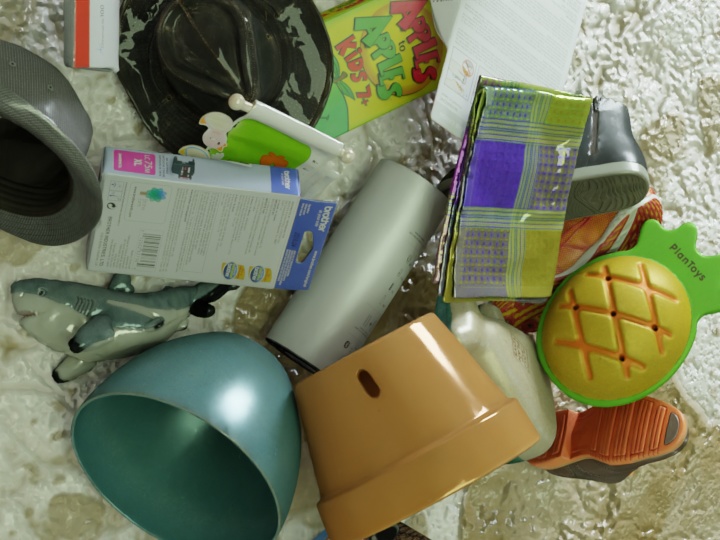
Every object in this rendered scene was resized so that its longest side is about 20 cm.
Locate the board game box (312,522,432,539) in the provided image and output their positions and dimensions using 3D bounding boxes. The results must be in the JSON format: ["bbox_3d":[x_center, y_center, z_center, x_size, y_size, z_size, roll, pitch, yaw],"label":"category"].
[{"bbox_3d":[0.008,0.313,1.682,0.159,0.200,0.097,-40,111,-16],"label":"board game box"}]

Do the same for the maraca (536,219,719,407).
[{"bbox_3d":[0.255,0.039,1.742,0.200,0.107,0.137,-42,73,-4],"label":"maraca"}]

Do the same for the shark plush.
[{"bbox_3d":[-0.196,0.025,1.613,0.199,0.091,0.084,-17,74,-13],"label":"shark plush"}]

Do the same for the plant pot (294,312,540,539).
[{"bbox_3d":[0.033,0.129,1.592,0.199,0.200,0.141,-28,87,-19],"label":"plant pot"}]

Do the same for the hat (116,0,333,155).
[{"bbox_3d":[-0.116,-0.182,1.574,0.199,0.081,0.202,0,94,-1],"label":"hat"}]

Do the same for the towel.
[{"bbox_3d":[0.138,-0.066,1.670,0.143,0.023,0.201,5,100,-39],"label":"towel"}]

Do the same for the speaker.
[{"bbox_3d":[0.000,0.000,1.697,0.081,0.081,0.201,36,82,-26],"label":"speaker"}]

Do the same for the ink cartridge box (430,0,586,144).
[{"bbox_3d":[0.121,-0.194,1.699,0.162,0.057,0.201,30,72,-40],"label":"ink cartridge box"}]

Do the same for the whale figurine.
[{"bbox_3d":[0.106,0.099,1.729,0.103,0.160,0.200,-20,137,19],"label":"whale figurine"}]

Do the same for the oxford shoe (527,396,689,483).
[{"bbox_3d":[0.247,0.164,1.782,0.073,0.199,0.072,31,66,-29],"label":"oxford shoe"}]

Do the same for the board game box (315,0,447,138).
[{"bbox_3d":[-0.006,-0.187,1.682,0.199,0.048,0.102,-27,108,-20],"label":"board game box"}]

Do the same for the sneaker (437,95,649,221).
[{"bbox_3d":[0.168,-0.102,1.776,0.198,0.107,0.075,-5,139,-1],"label":"sneaker"}]

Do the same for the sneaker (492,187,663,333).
[{"bbox_3d":[0.204,-0.013,1.807,0.200,0.077,0.073,-39,133,0],"label":"sneaker"}]

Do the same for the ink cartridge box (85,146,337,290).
[{"bbox_3d":[-0.129,-0.042,1.593,0.199,0.042,0.120,8,136,-11],"label":"ink cartridge box"}]

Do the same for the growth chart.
[{"bbox_3d":[-0.099,-0.067,1.612,0.144,0.018,0.200,16,133,-23],"label":"growth chart"}]

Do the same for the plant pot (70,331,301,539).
[{"bbox_3d":[-0.130,0.132,1.611,0.200,0.199,0.135,53,46,-22],"label":"plant pot"}]

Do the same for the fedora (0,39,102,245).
[{"bbox_3d":[-0.286,-0.118,1.515,0.199,0.177,0.091,31,55,-14],"label":"fedora"}]

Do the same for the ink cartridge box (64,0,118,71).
[{"bbox_3d":[-0.210,-0.240,1.481,0.057,0.200,0.164,-1,97,-15],"label":"ink cartridge box"}]
